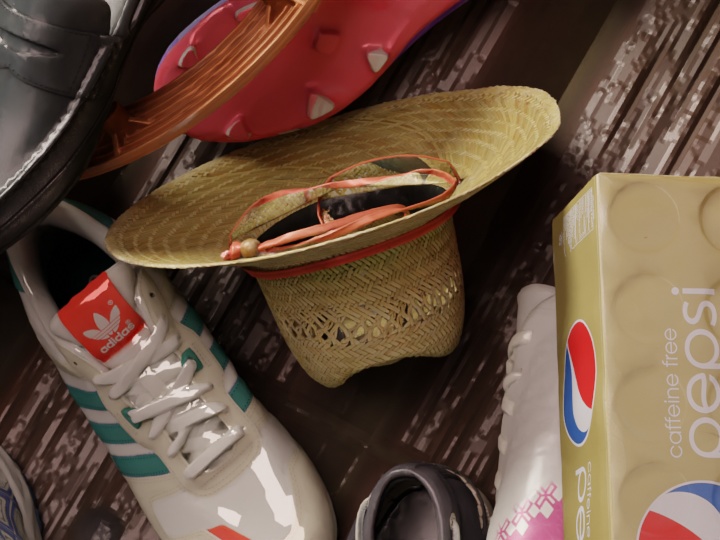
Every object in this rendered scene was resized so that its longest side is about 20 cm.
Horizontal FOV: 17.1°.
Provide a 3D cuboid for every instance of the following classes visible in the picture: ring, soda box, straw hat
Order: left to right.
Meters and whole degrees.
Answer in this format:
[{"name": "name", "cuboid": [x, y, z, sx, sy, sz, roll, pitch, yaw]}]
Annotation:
[{"name": "ring", "cuboid": [-0.083, -0.117, 1.012, 0.200, 0.019, 0.201, -28, 35, 22]}, {"name": "straw hat", "cuboid": [0.000, 0.000, 0.947, 0.200, 0.201, 0.085, -14, 106, 13]}, {"name": "soda box", "cuboid": [0.110, 0.069, 0.847, 0.067, 0.064, 0.201, 2, 77, -10]}]

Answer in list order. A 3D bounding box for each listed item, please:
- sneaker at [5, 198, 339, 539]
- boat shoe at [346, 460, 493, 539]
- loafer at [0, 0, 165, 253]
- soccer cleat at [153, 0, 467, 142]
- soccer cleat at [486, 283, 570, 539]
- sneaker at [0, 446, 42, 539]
[{"name": "sneaker", "cuboid": [-0.086, 0.047, 0.965, 0.070, 0.093, 0.200, -37, 63, 2]}, {"name": "boat shoe", "cuboid": [-0.002, 0.167, 0.909, 0.072, 0.063, 0.201, 13, 76, 19]}, {"name": "loafer", "cuboid": [-0.120, -0.094, 0.927, 0.068, 0.070, 0.201, 24, 73, 19]}, {"name": "soccer cleat", "cuboid": [0.001, -0.121, 1.020, 0.200, 0.077, 0.067, -33, 108, 9]}, {"name": "soccer cleat", "cuboid": [0.081, 0.057, 0.920, 0.086, 0.070, 0.200, 30, 74, 17]}, {"name": "sneaker", "cuboid": [-0.168, 0.113, 0.972, 0.075, 0.088, 0.200, -45, 62, 0]}]
